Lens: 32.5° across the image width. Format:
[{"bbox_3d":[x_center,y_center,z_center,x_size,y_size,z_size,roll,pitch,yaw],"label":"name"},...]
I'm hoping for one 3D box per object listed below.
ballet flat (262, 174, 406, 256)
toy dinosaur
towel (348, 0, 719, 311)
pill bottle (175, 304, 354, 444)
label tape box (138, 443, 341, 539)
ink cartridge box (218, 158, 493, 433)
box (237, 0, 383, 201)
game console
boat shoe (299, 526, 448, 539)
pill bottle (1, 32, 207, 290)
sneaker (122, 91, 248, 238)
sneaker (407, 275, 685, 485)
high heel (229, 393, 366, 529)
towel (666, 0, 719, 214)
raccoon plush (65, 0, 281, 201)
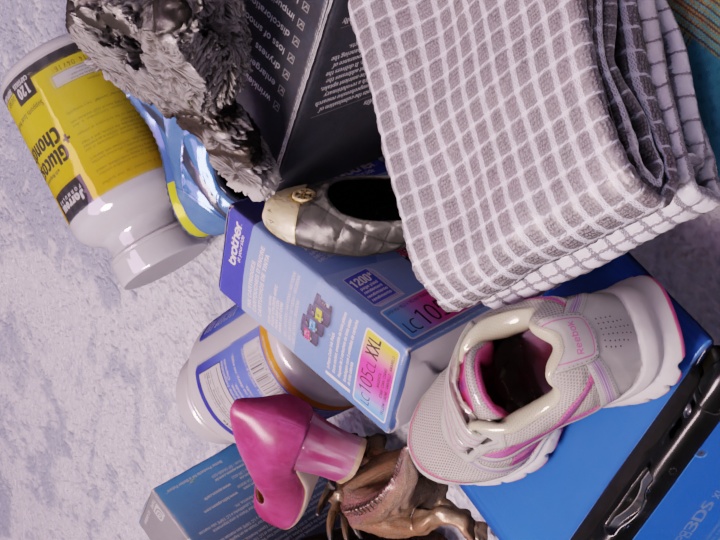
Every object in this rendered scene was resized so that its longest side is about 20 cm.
[{"bbox_3d":[0.035,-0.047,0.755,0.198,0.067,0.057,-3,132,10],"label":"ballet flat"},{"bbox_3d":[0.018,0.157,0.875,0.134,0.200,0.087,-3,82,10],"label":"toy dinosaur"},{"bbox_3d":[0.079,-0.095,0.629,0.165,0.085,0.202,-33,65,51],"label":"towel"},{"bbox_3d":[-0.066,0.073,0.955,0.200,0.112,0.113,-32,85,52],"label":"pill bottle"},{"bbox_3d":[-0.067,0.239,1.018,0.200,0.143,0.066,50,139,18],"label":"label tape box"},{"bbox_3d":[0.000,0.000,0.819,0.199,0.136,0.077,36,132,31],"label":"ink cartridge box"},{"bbox_3d":[-0.056,-0.191,0.792,0.200,0.123,0.197,46,136,22],"label":"box"},{"bbox_3d":[0.169,0.104,0.712,0.119,0.169,0.201,-93,25,-55],"label":"game console"},{"bbox_3d":[-0.027,0.245,0.938,0.075,0.200,0.076,-147,53,-72],"label":"boat shoe"},{"bbox_3d":[-0.209,-0.091,1.031,0.112,0.112,0.201,-35,82,51],"label":"pill bottle"},{"bbox_3d":[-0.131,-0.126,0.969,0.078,0.066,0.202,-18,96,40],"label":"sneaker"},{"bbox_3d":[0.077,0.062,0.674,0.200,0.088,0.082,-44,55,45],"label":"sneaker"},{"bbox_3d":[-0.071,0.137,0.893,0.095,0.068,0.200,24,159,-10],"label":"high heel"},{"bbox_3d":[0.167,-0.148,0.592,0.147,0.022,0.201,53,133,39],"label":"towel"},{"bbox_3d":[-0.087,-0.153,0.716,0.096,0.135,0.200,17,156,25],"label":"raccoon plush"}]
